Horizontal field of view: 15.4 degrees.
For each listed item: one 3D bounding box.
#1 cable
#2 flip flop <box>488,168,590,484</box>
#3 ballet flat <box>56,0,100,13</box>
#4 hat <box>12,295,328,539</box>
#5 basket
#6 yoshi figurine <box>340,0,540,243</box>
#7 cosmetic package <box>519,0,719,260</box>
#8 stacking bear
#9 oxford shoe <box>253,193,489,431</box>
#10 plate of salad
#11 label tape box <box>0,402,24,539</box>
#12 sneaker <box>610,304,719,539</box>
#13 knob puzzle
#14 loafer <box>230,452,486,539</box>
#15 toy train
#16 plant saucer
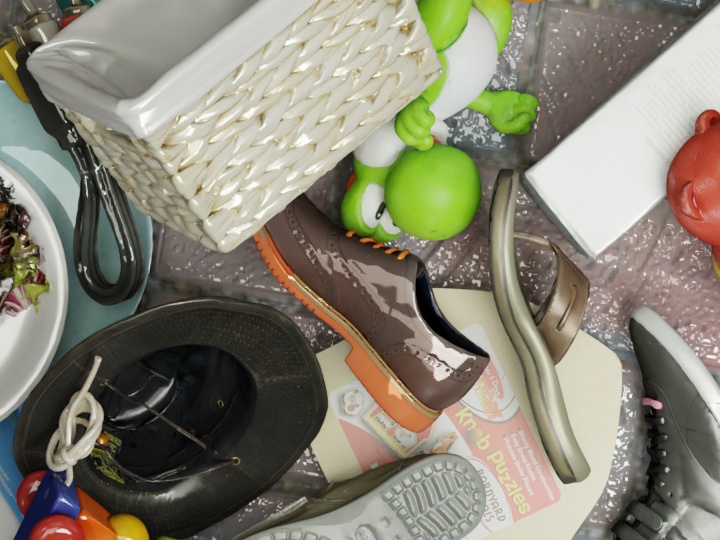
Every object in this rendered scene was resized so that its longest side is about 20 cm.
[{"bbox_3d":[-0.163,-0.083,1.652,0.097,0.050,0.200,-20,98,24],"label":"cable"},{"bbox_3d":[0.118,0.032,1.638,0.057,0.081,0.200,-16,95,6],"label":"flip flop"},{"bbox_3d":[-0.181,-0.199,1.683,0.200,0.067,0.067,40,70,2],"label":"ballet flat"},{"bbox_3d":[-0.121,0.075,1.664,0.200,0.081,0.201,-7,128,-9],"label":"hat"},{"bbox_3d":[-0.070,-0.121,1.575,0.200,0.136,0.123,-40,124,-17],"label":"basket"},{"bbox_3d":[0.058,-0.101,1.656,0.112,0.112,0.200,22,98,-8],"label":"yoshi figurine"},{"bbox_3d":[0.194,-0.098,1.655,0.200,0.102,0.074,-40,90,1],"label":"cosmetic package"},{"bbox_3d":[0.262,-0.017,1.605,0.200,0.114,0.122,39,61,-33],"label":"stacking bear"},{"bbox_3d":[0.000,0.000,1.638,0.073,0.071,0.200,-40,90,18],"label":"oxford shoe"},{"bbox_3d":[-0.281,0.012,1.650,0.200,0.048,0.200,0,86,0],"label":"plate of salad"},{"bbox_3d":[-0.239,0.176,1.689,0.200,0.066,0.143,-31,91,3],"label":"label tape box"},{"bbox_3d":[0.192,0.126,1.673,0.099,0.071,0.200,-27,95,-3],"label":"sneaker"},{"bbox_3d":[0.074,0.101,1.696,0.219,0.030,0.220,0,91,2],"label":"knob puzzle"},{"bbox_3d":[-0.016,0.172,1.651,0.200,0.070,0.075,-24,97,-2],"label":"loafer"},{"bbox_3d":[-0.149,0.161,1.609,0.116,0.085,0.200,23,102,-20],"label":"toy train"},{"bbox_3d":[-0.230,-0.020,1.697,0.201,0.039,0.201,0,91,1],"label":"plant saucer"}]
